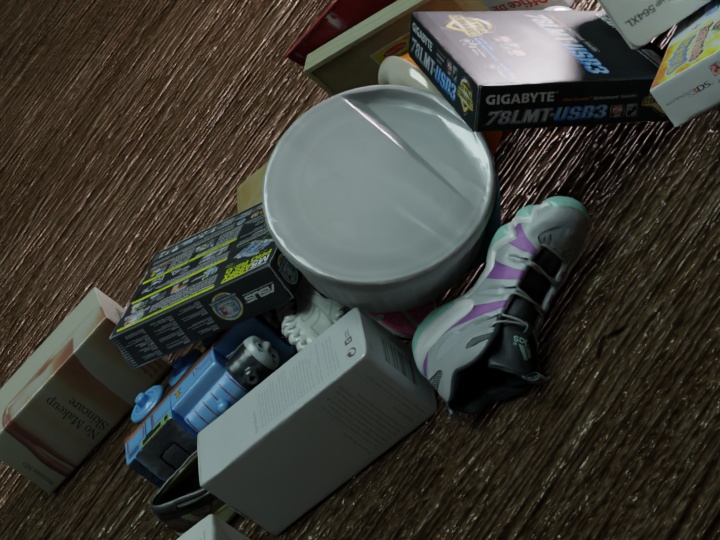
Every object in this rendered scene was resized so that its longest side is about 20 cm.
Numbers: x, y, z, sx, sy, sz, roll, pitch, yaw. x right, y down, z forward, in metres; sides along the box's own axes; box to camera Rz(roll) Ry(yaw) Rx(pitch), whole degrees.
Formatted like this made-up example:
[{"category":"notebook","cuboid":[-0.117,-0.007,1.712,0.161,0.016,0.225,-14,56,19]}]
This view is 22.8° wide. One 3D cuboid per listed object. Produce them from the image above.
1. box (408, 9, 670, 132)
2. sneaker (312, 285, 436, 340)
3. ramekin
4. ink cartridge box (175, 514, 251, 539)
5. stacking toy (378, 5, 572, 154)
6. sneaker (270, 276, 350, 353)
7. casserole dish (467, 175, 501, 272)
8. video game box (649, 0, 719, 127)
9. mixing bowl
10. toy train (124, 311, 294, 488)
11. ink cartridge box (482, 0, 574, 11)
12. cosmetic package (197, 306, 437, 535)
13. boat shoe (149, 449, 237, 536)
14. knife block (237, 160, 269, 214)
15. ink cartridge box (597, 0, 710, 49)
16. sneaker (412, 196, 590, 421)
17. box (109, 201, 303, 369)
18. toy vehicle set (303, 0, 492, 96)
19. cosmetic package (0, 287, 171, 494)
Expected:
[{"category":"box","cuboid":[0.164,-0.181,1.575,0.200,0.198,0.050,-121,29,-60]},{"category":"sneaker","cuboid":[0.000,0.000,1.634,0.074,0.087,0.200,-41,62,-15]},{"category":"ramekin","cuboid":[0.020,-0.055,1.556,0.202,0.094,0.203,-3,62,6]},{"category":"ink cartridge box","cuboid":[-0.154,0.307,1.504,0.200,0.116,0.067,-40,31,20]},{"category":"stacking toy","cuboid":[0.129,-0.193,1.715,0.200,0.146,0.146,-39,26,-12]},{"category":"sneaker","cuboid":[-0.031,0.048,1.693,0.081,0.075,0.200,-37,31,2]},{"category":"casserole dish","cuboid":[0.063,-0.037,1.662,0.200,0.039,0.121,-24,55,41]},{"category":"video game box","cuboid":[0.336,-0.215,1.451,0.182,0.047,0.200,-32,16,34]},{"category":"mixing bowl","cuboid":[0.024,-0.269,1.916,0.200,0.108,0.200,-48,6,6]},{"category":"toy train","cuboid":[-0.147,0.125,1.732,0.200,0.087,0.114,-47,22,9]},{"category":"ink cartridge box","cuboid":[0.121,-0.348,1.807,0.145,0.200,0.084,-3,50,53]},{"category":"cosmetic package","cuboid":[-0.040,0.134,1.563,0.200,0.102,0.074,-37,34,19]},{"category":"boat shoe","cuboid":[-0.114,0.171,1.657,0.200,0.065,0.073,-49,36,7]},{"category":"knife block","cuboid":[-0.073,-0.050,1.871,0.200,0.064,0.176,-39,31,20]},{"category":"ink cartridge box","cuboid":[0.271,-0.282,1.561,0.146,0.084,0.200,-34,11,14]},{"category":"sneaker","cuboid":[0.133,0.043,1.464,0.200,0.078,0.140,-52,29,16]},{"category":"box","cuboid":[-0.137,0.004,1.753,0.200,0.044,0.160,-25,25,26]},{"category":"toy vehicle set","cuboid":[0.055,-0.215,1.820,0.200,0.124,0.027,-26,37,37]},{"category":"cosmetic package","cuboid":[-0.315,0.132,1.956,0.200,0.103,0.087,-48,27,7]}]
